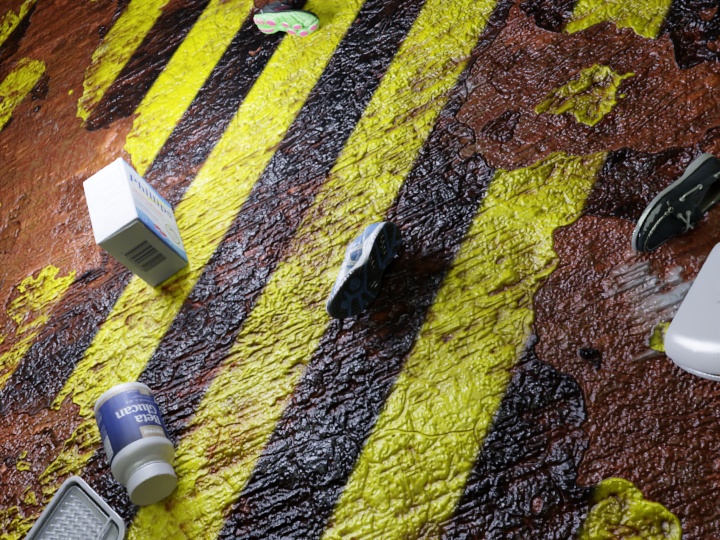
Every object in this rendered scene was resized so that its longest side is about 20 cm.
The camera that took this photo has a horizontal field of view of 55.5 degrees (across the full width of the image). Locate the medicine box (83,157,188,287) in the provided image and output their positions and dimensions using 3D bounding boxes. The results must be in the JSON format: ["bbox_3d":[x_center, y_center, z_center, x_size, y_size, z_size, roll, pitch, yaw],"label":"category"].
[{"bbox_3d":[-0.475,-0.101,1.453,0.102,0.183,0.201,-31,53,5],"label":"medicine box"}]

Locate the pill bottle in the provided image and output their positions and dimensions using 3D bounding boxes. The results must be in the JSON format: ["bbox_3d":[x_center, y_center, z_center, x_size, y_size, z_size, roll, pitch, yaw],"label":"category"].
[{"bbox_3d":[-0.395,0.307,1.215,0.111,0.111,0.201,-38,53,1],"label":"pill bottle"}]

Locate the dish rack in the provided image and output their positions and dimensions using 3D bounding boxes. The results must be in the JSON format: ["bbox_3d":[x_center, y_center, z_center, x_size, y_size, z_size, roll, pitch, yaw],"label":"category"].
[{"bbox_3d":[-0.498,0.481,1.207,0.198,0.044,0.173,24,75,35],"label":"dish rack"}]

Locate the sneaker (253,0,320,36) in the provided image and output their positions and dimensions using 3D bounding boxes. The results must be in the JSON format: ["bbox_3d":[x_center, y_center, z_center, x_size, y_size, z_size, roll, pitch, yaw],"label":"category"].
[{"bbox_3d":[-0.180,-0.633,1.691,0.198,0.077,0.085,18,74,32],"label":"sneaker"}]

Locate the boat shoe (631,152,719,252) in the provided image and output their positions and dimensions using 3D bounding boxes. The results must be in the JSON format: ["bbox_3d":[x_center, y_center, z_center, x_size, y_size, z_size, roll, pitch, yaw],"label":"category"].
[{"bbox_3d":[0.493,-0.098,1.038,0.200,0.076,0.060,-48,47,-5],"label":"boat shoe"}]

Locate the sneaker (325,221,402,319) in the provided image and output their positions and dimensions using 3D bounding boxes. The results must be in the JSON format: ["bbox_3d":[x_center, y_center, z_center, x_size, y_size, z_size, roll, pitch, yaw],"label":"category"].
[{"bbox_3d":[0.000,0.000,1.239,0.201,0.076,0.077,-55,32,-12],"label":"sneaker"}]

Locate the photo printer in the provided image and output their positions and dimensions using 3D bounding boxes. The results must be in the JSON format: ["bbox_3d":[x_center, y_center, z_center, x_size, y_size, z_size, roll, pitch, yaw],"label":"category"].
[{"bbox_3d":[0.505,0.055,0.904,0.201,0.069,0.166,-55,18,-11],"label":"photo printer"}]
